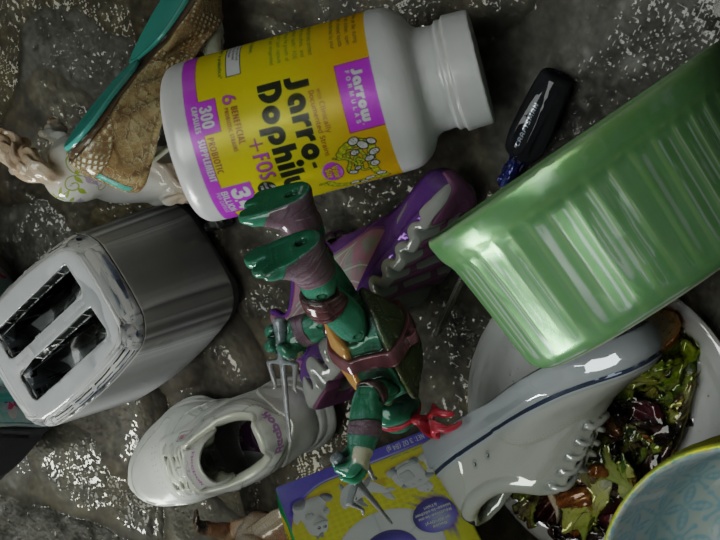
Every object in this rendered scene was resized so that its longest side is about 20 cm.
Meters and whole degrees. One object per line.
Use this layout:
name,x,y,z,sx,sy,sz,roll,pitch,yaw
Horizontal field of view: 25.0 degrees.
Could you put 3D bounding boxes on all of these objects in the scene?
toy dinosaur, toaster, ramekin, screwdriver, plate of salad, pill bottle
toy dinosaur,-0.057,0.222,1.189,0.201,0.134,0.086,107,160,-47
toaster,-0.182,0.032,1.189,0.200,0.129,0.114,-37,81,34
ramekin,0.146,-0.032,0.918,0.199,0.200,0.098,-34,90,35
screwdriver,0.083,-0.042,1.052,0.029,0.028,0.201,26,115,-6
plate of salad,0.150,0.099,1.033,0.198,0.048,0.202,9,107,31
pill bottle,-0.019,-0.104,1.030,0.198,0.104,0.105,-15,94,8

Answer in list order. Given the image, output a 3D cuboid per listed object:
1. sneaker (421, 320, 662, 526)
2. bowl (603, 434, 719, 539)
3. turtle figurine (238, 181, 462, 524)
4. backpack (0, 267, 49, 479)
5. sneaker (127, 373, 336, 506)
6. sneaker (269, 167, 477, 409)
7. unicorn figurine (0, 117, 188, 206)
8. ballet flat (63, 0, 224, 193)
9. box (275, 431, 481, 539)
sneaker,0.120,0.095,0.991,0.200,0.073,0.071,-40,77,46
bowl,0.248,0.174,0.944,0.198,0.108,0.202,9,111,25
turtle figurine,-0.012,0.050,1.010,0.150,0.100,0.201,41,158,58
backpack,-0.347,0.061,1.280,0.200,0.177,0.151,47,108,23
sneaker,-0.114,0.129,1.186,0.199,0.099,0.075,-27,88,37
sneaker,0.000,0.000,1.095,0.089,0.080,0.201,50,124,22
unicorn figurine,-0.161,-0.075,1.159,0.137,0.198,0.075,21,121,57
ballet flat,-0.132,-0.130,1.108,0.065,0.201,0.070,40,147,-19
box,0.027,0.203,1.044,0.201,0.116,0.049,-118,10,-45
